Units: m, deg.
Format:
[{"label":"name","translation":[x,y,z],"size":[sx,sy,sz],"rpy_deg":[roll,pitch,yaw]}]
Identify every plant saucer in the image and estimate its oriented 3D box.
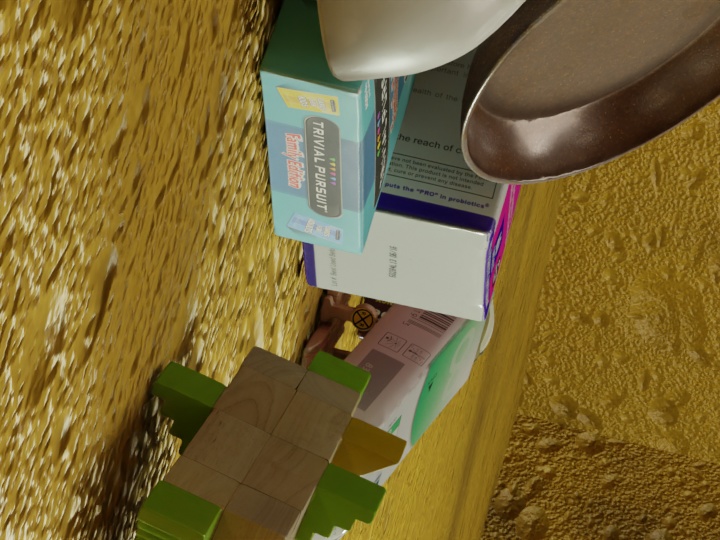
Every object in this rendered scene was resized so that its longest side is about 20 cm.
[{"label":"plant saucer","translation":[0.127,-0.114,1.101],"size":[0.035,0.199,0.201],"rpy_deg":[60,-11,21]}]

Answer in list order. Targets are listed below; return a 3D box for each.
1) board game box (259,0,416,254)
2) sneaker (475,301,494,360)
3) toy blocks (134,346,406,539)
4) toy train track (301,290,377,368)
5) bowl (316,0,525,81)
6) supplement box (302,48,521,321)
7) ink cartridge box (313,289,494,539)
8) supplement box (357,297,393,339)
[{"label":"board game box","translation":[0.006,-0.132,1.089],"size":[0.151,0.047,0.201],"rpy_deg":[89,16,-64]},{"label":"sneaker","translation":[0.063,-0.019,1.733],"size":[0.089,0.076,0.201],"rpy_deg":[69,28,-55]},{"label":"toy blocks","translation":[-0.059,0.122,0.936],"size":[0.200,0.099,0.137],"rpy_deg":[-58,172,-70]},{"label":"toy train track","translation":[0.000,0.000,1.350],"size":[0.115,0.032,0.202],"rpy_deg":[-58,159,-69]},{"label":"bowl","translation":[0.046,-0.191,0.961],"size":[0.200,0.074,0.201],"rpy_deg":[-51,141,-55]},{"label":"supplement box","translation":[0.042,-0.091,1.239],"size":[0.101,0.103,0.201],"rpy_deg":[87,16,-63]},{"label":"ink cartridge box","translation":[0.007,0.115,1.382],"size":[0.161,0.050,0.201],"rpy_deg":[-48,156,-48]},{"label":"supplement box","translation":[0.054,-0.046,1.581],"size":[0.109,0.060,0.202],"rpy_deg":[2,103,-83]}]
